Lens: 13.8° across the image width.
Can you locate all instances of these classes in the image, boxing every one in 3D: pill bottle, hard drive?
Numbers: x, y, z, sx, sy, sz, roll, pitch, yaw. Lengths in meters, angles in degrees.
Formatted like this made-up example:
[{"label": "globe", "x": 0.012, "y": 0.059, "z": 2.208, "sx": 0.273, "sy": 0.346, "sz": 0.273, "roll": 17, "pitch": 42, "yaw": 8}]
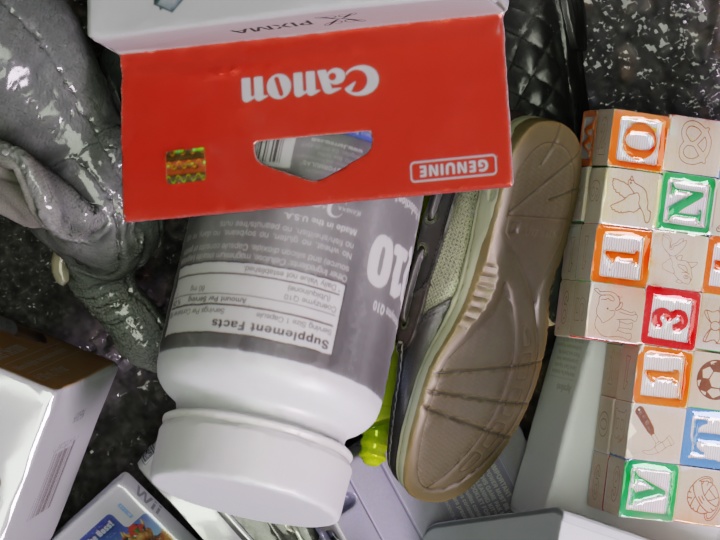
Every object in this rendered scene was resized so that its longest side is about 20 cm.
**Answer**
[{"label": "pill bottle", "x": -0.036, "y": 0.017, "z": 1.464, "sx": 0.114, "sy": 0.114, "sz": 0.200, "roll": 13, "pitch": 76, "yaw": -5}, {"label": "hard drive", "x": 0.148, "y": 0.165, "z": 1.540, "sx": 0.200, "sy": 0.132, "sz": 0.027, "roll": 20, "pitch": 72, "yaw": -26}]

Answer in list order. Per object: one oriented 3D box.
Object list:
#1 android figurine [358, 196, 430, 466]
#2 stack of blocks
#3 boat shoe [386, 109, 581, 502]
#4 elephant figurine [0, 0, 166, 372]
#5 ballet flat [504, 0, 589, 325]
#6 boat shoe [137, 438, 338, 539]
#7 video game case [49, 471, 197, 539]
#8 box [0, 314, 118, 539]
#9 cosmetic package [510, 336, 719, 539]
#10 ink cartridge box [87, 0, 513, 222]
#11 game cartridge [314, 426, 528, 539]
[{"label": "android figurine", "x": 0.000, "y": 0.000, "z": 1.551, "sx": 0.182, "sy": 0.041, "sz": 0.200, "roll": 9, "pitch": 77, "yaw": -5}, {"label": "stack of blocks", "x": 0.160, "y": 0.025, "z": 1.496, "sx": 0.115, "sy": 0.059, "sz": 0.200, "roll": 7, "pitch": 90, "yaw": -12}, {"label": "boat shoe", "x": 0.053, "y": 0.014, "z": 1.497, "sx": 0.072, "sy": 0.066, "sz": 0.201, "roll": 8, "pitch": 103, "yaw": -40}, {"label": "elephant figurine", "x": -0.144, "y": -0.060, "z": 1.497, "sx": 0.200, "sy": 0.155, "sz": 0.142, "roll": 44, "pitch": 100, "yaw": 10}, {"label": "ballet flat", "x": 0.090, "y": -0.068, "z": 1.552, "sx": 0.057, "sy": 0.066, "sz": 0.200, "roll": -6, "pitch": 76, "yaw": 21}, {"label": "boat shoe", "x": -0.029, "y": 0.152, "z": 1.586, "sx": 0.064, "sy": 0.071, "sz": 0.200, "roll": -43, "pitch": 100, "yaw": 1}, {"label": "video game case", "x": -0.103, "y": 0.220, "z": 1.599, "sx": 0.200, "sy": 0.018, "sz": 0.143, "roll": 45, "pitch": 112, "yaw": -9}, {"label": "box", "x": -0.244, "y": 0.064, "z": 1.505, "sx": 0.200, "sy": 0.152, "sz": 0.107, "roll": 22, "pitch": 97, "yaw": 4}, {"label": "cosmetic package", "x": 0.155, "y": 0.047, "z": 1.562, "sx": 0.101, "sy": 0.074, "sz": 0.200, "roll": 17, "pitch": 89, "yaw": -11}, {"label": "ink cartridge box", "x": -0.030, "y": -0.119, "z": 1.408, "sx": 0.200, "sy": 0.044, "sz": 0.174, "roll": -5, "pitch": 79, "yaw": 15}, {"label": "game cartridge", "x": 0.061, "y": 0.167, "z": 1.585, "sx": 0.130, "sy": 0.038, "sz": 0.200, "roll": -34, "pitch": 101, "yaw": -32}]
